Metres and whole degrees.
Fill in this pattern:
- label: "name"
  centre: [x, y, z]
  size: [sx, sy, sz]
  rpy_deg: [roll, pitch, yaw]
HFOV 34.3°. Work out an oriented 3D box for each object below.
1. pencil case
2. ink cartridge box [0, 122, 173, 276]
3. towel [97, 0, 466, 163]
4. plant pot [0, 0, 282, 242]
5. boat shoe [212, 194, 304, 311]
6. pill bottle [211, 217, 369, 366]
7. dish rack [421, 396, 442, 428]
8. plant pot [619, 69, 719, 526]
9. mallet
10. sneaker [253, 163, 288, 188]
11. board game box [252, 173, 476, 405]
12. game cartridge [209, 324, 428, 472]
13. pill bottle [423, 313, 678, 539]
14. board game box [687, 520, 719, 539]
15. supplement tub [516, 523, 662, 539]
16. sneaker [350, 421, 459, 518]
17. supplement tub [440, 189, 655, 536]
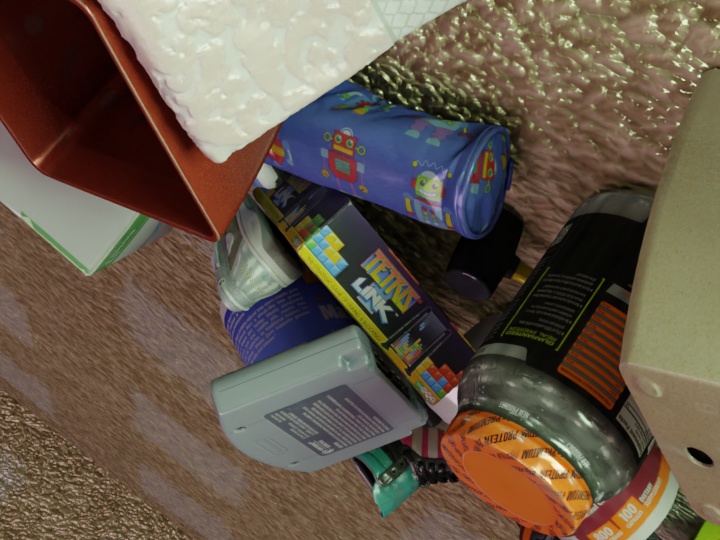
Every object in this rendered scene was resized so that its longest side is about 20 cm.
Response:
- label: "pencil case"
  centre: [0.013, -0.088, 0.814]
  size: [0.199, 0.087, 0.079]
  rpy_deg: [23, 122, 30]
- label: "ink cartridge box"
  centre: [-0.232, -0.089, 1.025]
  size: [0.145, 0.088, 0.200]
  rpy_deg: [40, -163, -1]
- label: "towel"
  centre: [-0.050, -0.178, 0.624]
  size: [0.200, 0.190, 0.032]
  rpy_deg: [59, 179, -39]
- label: "plant pot"
  centre: [-0.145, -0.170, 0.773]
  size: [0.199, 0.177, 0.200]
  rpy_deg: [20, 150, 34]
- label: "boat shoe"
  centre: [-0.098, -0.020, 0.955]
  size: [0.075, 0.065, 0.202]
  rpy_deg: [50, 180, -23]
- label: "pill bottle"
  centre: [-0.060, 0.052, 1.055]
  size: [0.201, 0.111, 0.112]
  rpy_deg: [60, 167, 28]
- label: "dish rack"
  centre: [-0.004, 0.090, 1.182]
  size: [0.199, 0.055, 0.154]
  rpy_deg: [4, 137, 55]
- label: "plant pot"
  centre: [0.244, 0.035, 0.580]
  size: [0.199, 0.177, 0.200]
  rpy_deg: [11, 144, 46]
- label: "mallet"
  centre: [0.152, 0.032, 0.840]
  size: [0.199, 0.066, 0.041]
  rpy_deg: [36, 157, 6]
- label: "sneaker"
  centre: [-0.129, -0.104, 0.943]
  size: [0.200, 0.077, 0.076]
  rpy_deg: [33, 159, 47]
- label: "board game box"
  centre: [0.000, 0.000, 0.924]
  size: [0.166, 0.057, 0.200]
  rpy_deg: [50, 179, -22]
- label: "game cartridge"
  centre: [-0.033, 0.105, 0.897]
  size: [0.041, 0.132, 0.200]
  rpy_deg: [68, -173, 26]
- label: "pill bottle"
  centre: [0.155, 0.136, 0.960]
  size: [0.200, 0.114, 0.114]
  rpy_deg: [42, 156, -9]
- label: "board game box"
  centre: [0.373, 0.306, 1.029]
  size: [0.199, 0.048, 0.102]
  rpy_deg: [32, 156, 16]
- label: "supplement tub"
  centre: [0.213, 0.259, 1.057]
  size: [0.107, 0.107, 0.200]
  rpy_deg: [52, 176, -28]
- label: "sneaker"
  centre: [0.067, 0.209, 1.204]
  size: [0.199, 0.121, 0.084]
  rpy_deg: [24, 152, 30]
- label: "supplement tub"
  centre: [0.142, 0.057, 0.732]
  size: [0.122, 0.200, 0.123]
  rpy_deg: [32, 155, 16]
